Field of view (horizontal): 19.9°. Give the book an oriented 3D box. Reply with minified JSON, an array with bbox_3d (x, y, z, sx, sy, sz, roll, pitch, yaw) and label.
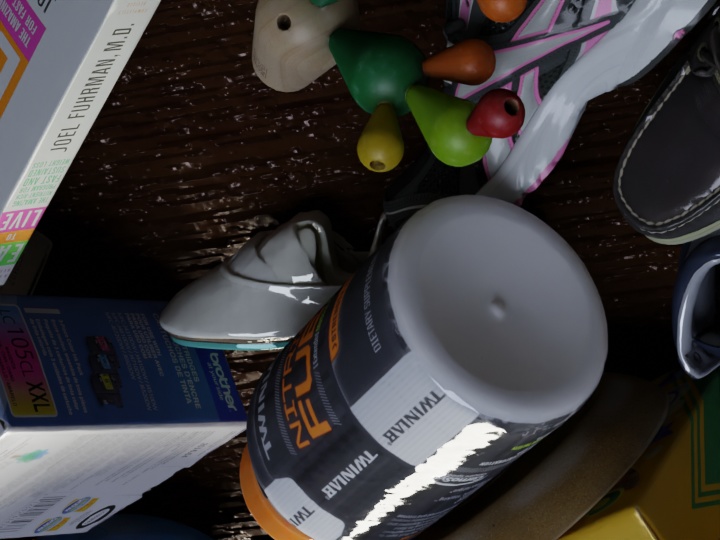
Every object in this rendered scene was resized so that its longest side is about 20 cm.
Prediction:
[{"bbox_3d":[-0.153,-0.106,0.871,0.134,0.048,0.200,55,132,25],"label":"book"}]

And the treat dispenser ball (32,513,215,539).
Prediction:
[{"bbox_3d":[-0.132,0.236,1.135,0.200,0.201,0.202,7,133,8],"label":"treat dispenser ball"}]

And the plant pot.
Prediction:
[{"bbox_3d":[0.059,0.108,0.980,0.200,0.200,0.028,-33,98,36],"label":"plant pot"}]

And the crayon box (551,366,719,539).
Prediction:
[{"bbox_3d":[0.115,0.117,0.959,0.125,0.200,0.052,-32,99,35],"label":"crayon box"}]

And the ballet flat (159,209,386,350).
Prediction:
[{"bbox_3d":[0.000,0.000,0.987,0.199,0.070,0.070,0,132,9],"label":"ballet flat"}]

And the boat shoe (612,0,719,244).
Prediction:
[{"bbox_3d":[0.166,-0.091,0.816,0.200,0.065,0.073,-50,65,21],"label":"boat shoe"}]

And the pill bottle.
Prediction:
[{"bbox_3d":[0.016,0.058,0.904,0.106,0.107,0.200,28,142,-12],"label":"pill bottle"}]

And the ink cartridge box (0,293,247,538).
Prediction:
[{"bbox_3d":[-0.152,0.075,1.016,0.136,0.077,0.199,-34,156,32],"label":"ink cartridge box"}]

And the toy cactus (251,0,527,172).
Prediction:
[{"bbox_3d":[-0.018,-0.112,0.845,0.200,0.102,0.165,47,157,4],"label":"toy cactus"}]

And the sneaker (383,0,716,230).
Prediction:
[{"bbox_3d":[0.066,-0.096,0.876,0.086,0.080,0.200,38,122,-7],"label":"sneaker"}]

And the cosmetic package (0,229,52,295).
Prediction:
[{"bbox_3d":[-0.261,0.028,1.067,0.103,0.073,0.200,36,130,-19],"label":"cosmetic package"}]

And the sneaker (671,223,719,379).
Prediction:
[{"bbox_3d":[0.195,0.032,0.924,0.070,0.109,0.200,-15,127,27],"label":"sneaker"}]
